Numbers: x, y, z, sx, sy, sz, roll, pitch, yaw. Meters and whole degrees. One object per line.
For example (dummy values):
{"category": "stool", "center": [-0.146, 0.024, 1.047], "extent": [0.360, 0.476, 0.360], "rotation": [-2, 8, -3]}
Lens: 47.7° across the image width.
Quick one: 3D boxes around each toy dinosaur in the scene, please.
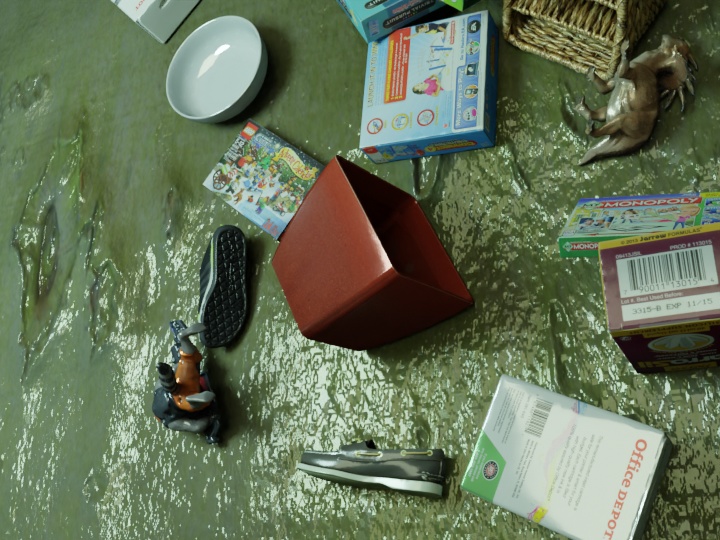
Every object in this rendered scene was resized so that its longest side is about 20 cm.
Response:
{"category": "toy dinosaur", "center": [0.360, -0.215, 1.053], "extent": [0.086, 0.135, 0.201], "rotation": [-117, 45, -70]}

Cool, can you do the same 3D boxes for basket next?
{"category": "basket", "center": [0.290, -0.377, 1.107], "extent": [0.200, 0.143, 0.149], "rotation": [36, 89, 33]}

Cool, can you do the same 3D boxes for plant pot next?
{"category": "plant pot", "center": [0.000, 0.000, 1.101], "extent": [0.176, 0.199, 0.201], "rotation": [-40, 57, 22]}

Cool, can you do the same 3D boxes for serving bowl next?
{"category": "serving bowl", "center": [-0.240, -0.340, 1.421], "extent": [0.199, 0.066, 0.201], "rotation": [-10, 67, 25]}

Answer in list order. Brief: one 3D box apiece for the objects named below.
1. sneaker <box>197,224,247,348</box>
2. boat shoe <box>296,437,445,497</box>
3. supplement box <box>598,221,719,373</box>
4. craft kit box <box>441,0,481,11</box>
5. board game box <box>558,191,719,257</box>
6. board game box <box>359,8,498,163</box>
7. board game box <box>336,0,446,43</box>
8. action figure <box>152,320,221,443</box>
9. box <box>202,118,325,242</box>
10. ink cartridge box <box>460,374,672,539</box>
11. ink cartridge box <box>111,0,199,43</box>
{"category": "sneaker", "center": [-0.219, 0.025, 1.286], "extent": [0.083, 0.071, 0.201], "rotation": [-14, 65, 60]}
{"category": "boat shoe", "center": [0.014, 0.252, 1.063], "extent": [0.200, 0.072, 0.061], "rotation": [3, 69, 21]}
{"category": "supplement box", "center": [0.344, 0.038, 0.887], "extent": [0.130, 0.200, 0.104], "rotation": [-11, 67, 24]}
{"category": "craft kit box", "center": [0.152, -0.481, 1.223], "extent": [0.200, 0.049, 0.197], "rotation": [-34, 58, -24]}
{"category": "board game box", "center": [0.350, -0.056, 0.970], "extent": [0.199, 0.135, 0.029], "rotation": [-1, 115, 27]}
{"category": "board game box", "center": [0.103, -0.272, 1.218], "extent": [0.195, 0.056, 0.201], "rotation": [-4, 69, 27]}
{"category": "board game box", "center": [0.035, -0.460, 1.293], "extent": [0.150, 0.047, 0.200], "rotation": [-27, 52, -1]}
{"category": "action figure", "center": [-0.269, 0.154, 1.189], "extent": [0.201, 0.104, 0.194], "rotation": [63, 145, 23]}
{"category": "box", "center": [-0.149, -0.144, 1.315], "extent": [0.200, 0.038, 0.137], "rotation": [35, 90, 33]}
{"category": "ink cartridge box", "center": [0.238, 0.225, 0.941], "extent": [0.199, 0.084, 0.146], "rotation": [17, 80, 32]}
{"category": "ink cartridge box", "center": [-0.409, -0.554, 1.580], "extent": [0.145, 0.084, 0.200], "rotation": [-49, 56, 4]}
